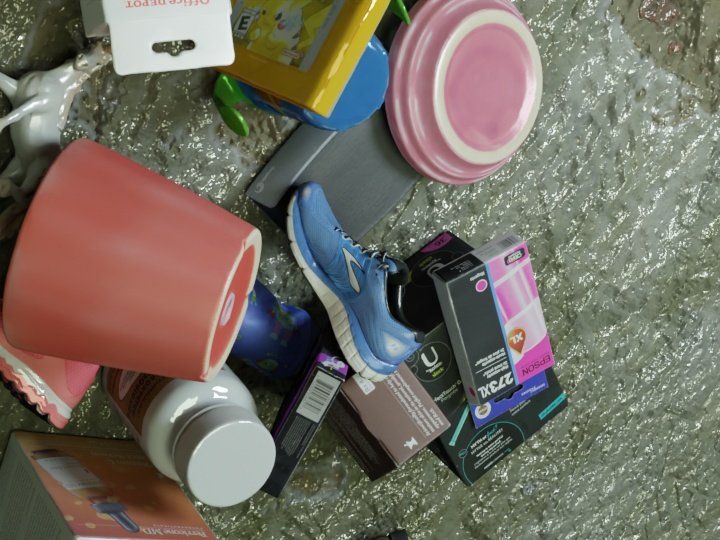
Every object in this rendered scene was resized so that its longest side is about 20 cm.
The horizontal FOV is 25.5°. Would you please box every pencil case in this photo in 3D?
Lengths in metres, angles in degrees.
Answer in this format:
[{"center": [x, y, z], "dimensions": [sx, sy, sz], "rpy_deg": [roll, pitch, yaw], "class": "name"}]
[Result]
[{"center": [-0.131, 0.027, 1.555], "dimensions": [0.078, 0.087, 0.200], "rpy_deg": [-22, 135, 33], "class": "pencil case"}]

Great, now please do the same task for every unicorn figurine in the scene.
[{"center": [-0.284, -0.130, 1.393], "dimensions": [0.137, 0.074, 0.201], "rpy_deg": [-24, 145, -48], "class": "unicorn figurine"}]

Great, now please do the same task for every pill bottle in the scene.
[{"center": [-0.162, 0.136, 1.512], "dimensions": [0.114, 0.200, 0.115], "rpy_deg": [-13, 119, -25], "class": "pill bottle"}]

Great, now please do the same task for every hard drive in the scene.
[{"center": [-0.005, -0.107, 1.583], "dimensions": [0.200, 0.042, 0.135], "rpy_deg": [-46, 127, -3], "class": "hard drive"}]

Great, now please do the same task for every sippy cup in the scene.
[{"center": [-0.041, -0.192, 1.466], "dimensions": [0.139, 0.130, 0.179], "rpy_deg": [19, 102, -36], "class": "sippy cup"}]

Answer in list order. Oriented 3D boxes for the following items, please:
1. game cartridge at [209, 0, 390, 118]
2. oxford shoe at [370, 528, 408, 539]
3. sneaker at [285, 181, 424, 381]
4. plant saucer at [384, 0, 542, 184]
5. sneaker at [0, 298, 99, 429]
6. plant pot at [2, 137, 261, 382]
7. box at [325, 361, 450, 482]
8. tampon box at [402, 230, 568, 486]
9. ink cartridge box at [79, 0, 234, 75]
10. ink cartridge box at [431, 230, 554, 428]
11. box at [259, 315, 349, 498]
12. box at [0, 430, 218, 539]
[{"center": [-0.045, -0.249, 1.393], "dimensions": [0.032, 0.176, 0.201], "rpy_deg": [26, 90, -47], "class": "game cartridge"}, {"center": [0.025, 0.386, 1.834], "dimensions": [0.084, 0.073, 0.201], "rpy_deg": [-12, 118, -6], "class": "oxford shoe"}, {"center": [0.000, 0.000, 1.508], "dimensions": [0.089, 0.201, 0.078], "rpy_deg": [-32, 170, 16], "class": "sneaker"}, {"center": [0.112, -0.183, 1.576], "dimensions": [0.200, 0.051, 0.202], "rpy_deg": [-10, 105, -40], "class": "plant saucer"}, {"center": [-0.316, 0.057, 1.479], "dimensions": [0.087, 0.074, 0.200], "rpy_deg": [-48, 132, -18], "class": "sneaker"}, {"center": [-0.191, 0.004, 1.387], "dimensions": [0.176, 0.200, 0.201], "rpy_deg": [19, 106, 5], "class": "plant pot"}, {"center": [0.022, 0.149, 1.618], "dimensions": [0.075, 0.200, 0.100], "rpy_deg": [-36, 85, -11], "class": "box"}, {"center": [0.102, 0.092, 1.690], "dimensions": [0.150, 0.126, 0.201], "rpy_deg": [-36, 125, -11], "class": "tampon box"}, {"center": [-0.180, -0.265, 1.344], "dimensions": [0.116, 0.067, 0.201], "rpy_deg": [-9, 91, -26], "class": "ink cartridge box"}, {"center": [0.139, 0.066, 1.601], "dimensions": [0.094, 0.037, 0.201], "rpy_deg": [-28, 125, -16], "class": "ink cartridge box"}, {"center": [-0.048, 0.118, 1.563], "dimensions": [0.036, 0.200, 0.143], "rpy_deg": [27, 111, -4], "class": "box"}, {"center": [-0.249, 0.250, 1.517], "dimensions": [0.152, 0.200, 0.107], "rpy_deg": [9, 108, -34], "class": "box"}]
